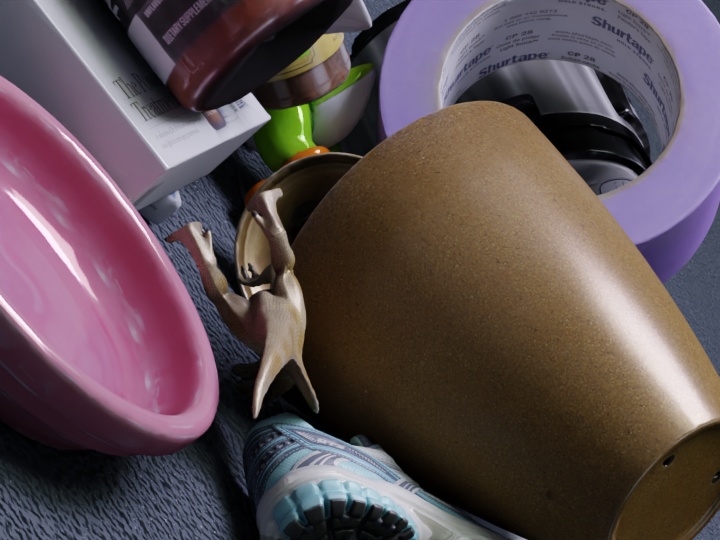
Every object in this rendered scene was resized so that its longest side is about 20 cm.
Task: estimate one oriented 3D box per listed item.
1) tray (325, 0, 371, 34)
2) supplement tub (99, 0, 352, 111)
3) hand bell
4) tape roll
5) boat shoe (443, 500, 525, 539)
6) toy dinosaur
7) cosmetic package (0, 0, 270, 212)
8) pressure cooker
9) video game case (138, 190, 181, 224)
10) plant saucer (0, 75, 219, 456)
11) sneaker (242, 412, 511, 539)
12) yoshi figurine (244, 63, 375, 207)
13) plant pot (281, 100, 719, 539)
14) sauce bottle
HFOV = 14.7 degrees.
[{"bbox_3d":[-0.082,-0.160,1.419,0.200,0.022,0.108,2,-57,52],"label":"tray"},{"bbox_3d":[-0.098,-0.179,1.304,0.200,0.107,0.107,51,15,7],"label":"supplement tub"},{"bbox_3d":[0.000,0.000,1.538,0.104,0.104,0.200,55,4,9],"label":"hand bell"},{"bbox_3d":[0.108,-0.080,1.554,0.200,0.199,0.085,59,-12,21],"label":"tape roll"},{"bbox_3d":[0.050,0.087,1.514,0.200,0.073,0.067,-106,-175,-63],"label":"boat shoe"},{"bbox_3d":[-0.041,0.019,1.262,0.200,0.058,0.101,129,-64,-86],"label":"toy dinosaur"},{"bbox_3d":[-0.128,-0.106,1.345,0.151,0.052,0.200,50,15,0],"label":"cosmetic package"},{"bbox_3d":[0.086,-0.056,1.712,0.175,0.179,0.200,13,39,-39],"label":"pressure cooker"},{"bbox_3d":[-0.172,-0.135,1.415,0.182,0.022,0.200,40,19,-38],"label":"video game case"},{"bbox_3d":[-0.141,0.000,1.159,0.201,0.051,0.201,47,16,-18],"label":"plant saucer"},{"bbox_3d":[0.019,0.120,1.311,0.200,0.078,0.086,36,19,-46],"label":"sneaker"},{"bbox_3d":[-0.071,-0.111,1.571,0.112,0.112,0.201,-10,73,-32],"label":"yoshi figurine"},{"bbox_3d":[0.085,0.050,1.347,0.200,0.187,0.186,42,8,31],"label":"plant pot"},{"bbox_3d":[-0.063,-0.182,1.455,0.065,0.064,0.201,-95,165,-62],"label":"sauce bottle"}]
